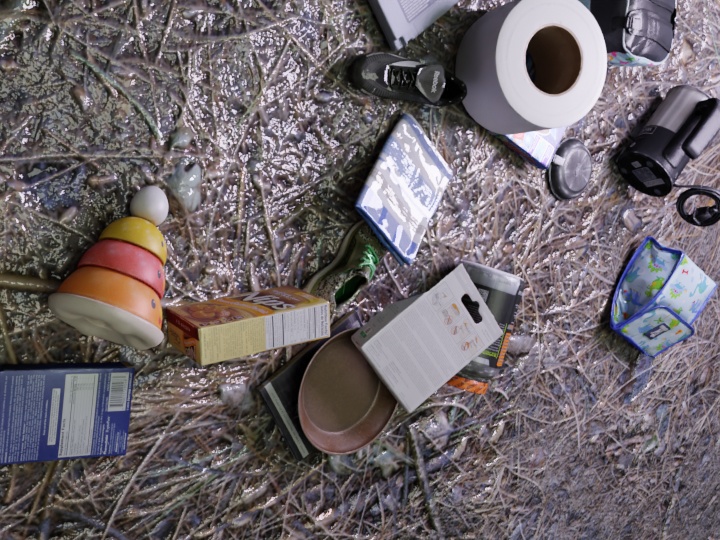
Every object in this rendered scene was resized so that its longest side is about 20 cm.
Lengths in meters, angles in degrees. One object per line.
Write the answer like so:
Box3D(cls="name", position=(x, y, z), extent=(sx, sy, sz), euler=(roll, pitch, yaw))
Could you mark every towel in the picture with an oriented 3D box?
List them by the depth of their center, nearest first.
Box3D(cls="towel", position=(0.071, -0.126, 1.306), extent=(0.147, 0.024, 0.202), euler=(49, 54, -32))

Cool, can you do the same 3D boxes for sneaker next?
Box3D(cls="sneaker", position=(0.082, -0.285, 1.271), extent=(0.197, 0.090, 0.068), euler=(5, 97, -36))
Box3D(cls="sneaker", position=(0.000, 0.000, 1.277), extent=(0.201, 0.088, 0.077), euler=(-51, 123, -16))

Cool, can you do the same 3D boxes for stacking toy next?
Box3D(cls="stacking toy", position=(-0.289, -0.016, 1.059), extent=(0.145, 0.145, 0.203), euler=(29, 68, -36))

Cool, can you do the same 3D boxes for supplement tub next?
Box3D(cls="supplement tub", position=(0.191, 0.094, 1.414), extent=(0.121, 0.122, 0.204), euler=(17, 91, -37))

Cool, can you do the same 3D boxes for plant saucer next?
Box3D(cls="plant saucer", position=(-0.021, 0.183, 1.316), extent=(0.198, 0.036, 0.204), euler=(-10, 106, -36))

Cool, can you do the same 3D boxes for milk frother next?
Box3D(cls="milk frother", position=(0.631, -0.215, 1.624), extent=(0.189, 0.180, 0.201), euler=(-49, 120, -15))

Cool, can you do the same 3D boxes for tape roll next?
Box3D(cls="tape roll", position=(0.266, -0.321, 1.336), extent=(0.199, 0.139, 0.207), euler=(-2, 96, -20))

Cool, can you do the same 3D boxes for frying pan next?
Box3D(cls="frying pan", position=(0.367, -0.207, 1.536), extent=(0.190, 0.031, 0.116), euler=(46, 72, -36))

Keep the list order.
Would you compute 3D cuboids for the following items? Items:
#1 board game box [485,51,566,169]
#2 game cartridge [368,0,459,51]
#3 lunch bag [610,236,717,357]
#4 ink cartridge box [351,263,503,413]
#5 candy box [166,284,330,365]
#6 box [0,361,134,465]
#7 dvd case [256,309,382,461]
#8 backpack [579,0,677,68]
Box3D(cls="board game box", position=(0.310, -0.296, 1.456), extent=(0.134, 0.034, 0.203), euler=(29, 84, -29))
Box3D(cls="game cartridge", position=(0.089, -0.443, 1.277), extent=(0.200, 0.041, 0.134), euler=(-43, 125, -21))
Box3D(cls="lunch bag", position=(0.599, 0.064, 1.708), extent=(0.169, 0.127, 0.202), euler=(30, 95, -38))
Box3D(cls="ink cartridge box", position=(0.104, 0.100, 1.310), extent=(0.199, 0.050, 0.162), euler=(-40, 121, -7))
Box3D(cls="candy box", position=(-0.153, 0.071, 1.166), extent=(0.197, 0.115, 0.056), euler=(-11, 108, -33))
Box3D(cls="box", position=(-0.389, 0.179, 1.071), extent=(0.197, 0.032, 0.124), euler=(3, 98, -38))
Box3D(cls="dvd case", position=(-0.054, 0.179, 1.323), extent=(0.199, 0.016, 0.150), euler=(-39, 121, -24))
Box3D(cls="backpack", position=(0.463, -0.442, 1.471), extent=(0.198, 0.149, 0.181), euler=(-1, 97, -41))
